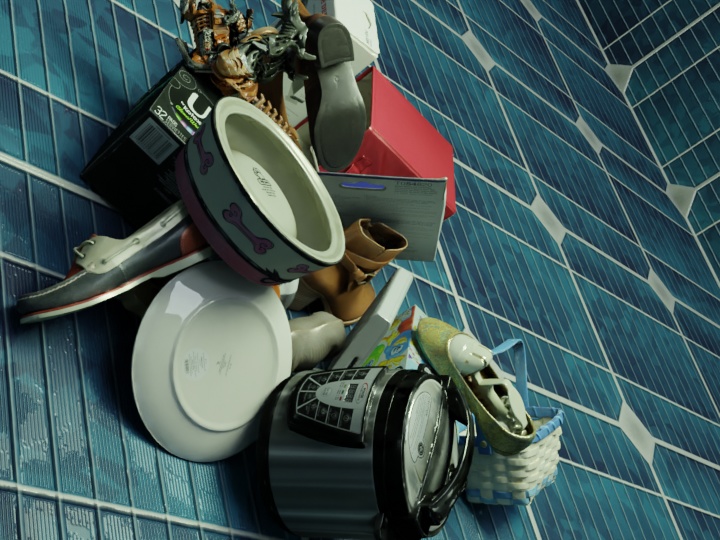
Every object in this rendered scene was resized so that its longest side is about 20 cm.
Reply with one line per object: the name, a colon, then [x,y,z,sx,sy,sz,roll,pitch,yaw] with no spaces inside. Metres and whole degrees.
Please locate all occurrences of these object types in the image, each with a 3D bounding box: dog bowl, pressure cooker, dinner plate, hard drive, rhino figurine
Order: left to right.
dinner plate: [-0.137,0.091,1.154,0.200,0.024,0.200,-3,95,-44]
dog bowl: [-0.104,-0.072,1.172,0.200,0.074,0.200,46,22,-25]
rhino figurine: [-0.090,0.090,1.286,0.200,0.087,0.060,-13,66,-54]
hard drive: [0.005,0.077,1.374,0.027,0.132,0.200,36,17,-1]
pressure cooker: [0.017,0.183,1.179,0.179,0.200,0.176,-1,89,-66]

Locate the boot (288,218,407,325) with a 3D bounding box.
boot: [0.000,0.000,1.464,0.200,0.155,0.074,6,54,-57]

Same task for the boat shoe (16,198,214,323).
boat shoe: [-0.234,-0.007,1.101,0.200,0.071,0.063,-25,100,-26]

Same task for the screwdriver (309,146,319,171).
screwdriver: [-0.042,-0.087,1.525,0.200,0.029,0.028,83,22,-49]

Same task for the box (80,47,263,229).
box: [-0.197,-0.138,1.336,0.149,0.124,0.200,45,27,-17]

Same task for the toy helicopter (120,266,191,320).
toy helicopter: [-0.194,0.056,1.198,0.132,0.079,0.200,32,44,-54]

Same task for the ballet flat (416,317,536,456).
ballet flat: [0.145,0.132,1.409,0.200,0.071,0.071,56,26,-2]

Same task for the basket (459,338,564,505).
basket: [0.187,0.198,1.531,0.176,0.139,0.200,-9,99,-62]

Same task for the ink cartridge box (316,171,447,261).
ink cartridge box: [0.003,-0.079,1.430,0.200,0.199,0.041,94,0,-62]

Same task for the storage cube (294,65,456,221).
storage cube: [0.012,-0.138,1.631,0.180,0.171,0.200,42,28,-27]

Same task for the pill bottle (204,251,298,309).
pill bottle: [-0.118,-0.009,1.308,0.106,0.106,0.200,45,19,-18]

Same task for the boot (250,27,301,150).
boot: [-0.107,-0.188,1.462,0.074,0.200,0.155,-15,56,-21]

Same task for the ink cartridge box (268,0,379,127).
ink cartridge box: [-0.078,-0.303,1.642,0.083,0.200,0.147,35,32,-33]

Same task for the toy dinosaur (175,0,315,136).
toy dinosaur: [-0.132,-0.240,1.338,0.136,0.102,0.200,-25,100,-23]

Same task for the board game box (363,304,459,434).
board game box: [0.053,0.155,1.427,0.105,0.103,0.200,46,27,-19]

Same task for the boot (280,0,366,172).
boot: [-0.062,-0.233,1.454,0.200,0.068,0.188,-136,-148,-62]
